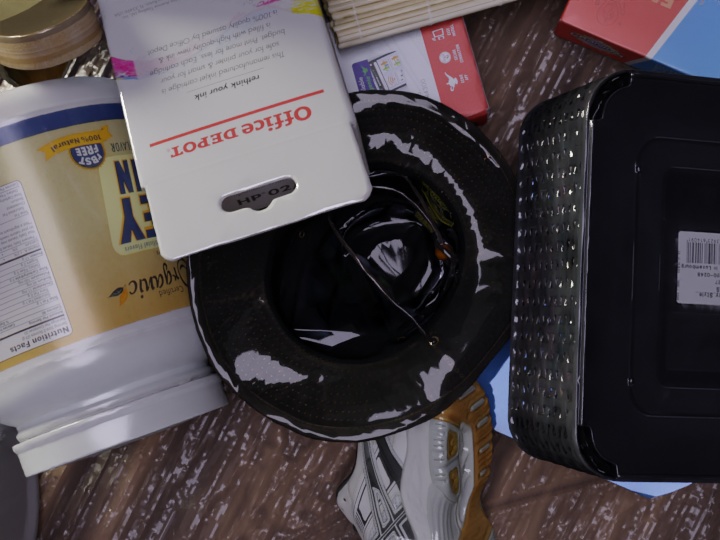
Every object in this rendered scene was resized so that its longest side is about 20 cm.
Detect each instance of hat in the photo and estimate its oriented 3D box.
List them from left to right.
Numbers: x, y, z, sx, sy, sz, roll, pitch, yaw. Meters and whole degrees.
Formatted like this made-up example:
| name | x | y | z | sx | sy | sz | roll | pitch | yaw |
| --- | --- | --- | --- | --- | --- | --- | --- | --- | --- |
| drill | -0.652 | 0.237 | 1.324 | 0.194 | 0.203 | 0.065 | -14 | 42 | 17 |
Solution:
| name | x | y | z | sx | sy | sz | roll | pitch | yaw |
| --- | --- | --- | --- | --- | --- | --- | --- | --- | --- |
| hat | 0.000 | 0.000 | 0.736 | 0.200 | 0.081 | 0.201 | 0 | 81 | -2 |

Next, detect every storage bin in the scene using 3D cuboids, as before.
| name | x | y | z | sx | sy | sz | roll | pitch | yaw |
| --- | --- | --- | --- | --- | --- | --- | --- | --- | --- |
| storage bin | 0.159 | 0.005 | 0.669 | 0.135 | 0.094 | 0.200 | 3 | 88 | -14 |

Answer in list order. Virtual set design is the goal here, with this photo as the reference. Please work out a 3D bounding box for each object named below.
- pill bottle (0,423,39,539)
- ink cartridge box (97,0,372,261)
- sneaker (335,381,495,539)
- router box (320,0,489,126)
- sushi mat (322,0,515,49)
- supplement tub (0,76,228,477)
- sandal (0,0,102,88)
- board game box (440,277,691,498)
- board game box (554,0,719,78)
| name | x | y | z | sx | sy | sz | roll | pitch | yaw |
| --- | --- | --- | --- | --- | --- | --- | --- | --- | --- |
| pill bottle | -0.303 | 0.141 | 0.758 | 0.200 | 0.116 | 0.116 | -2 | 88 | 4 |
| ink cartridge box | -0.067 | -0.097 | 0.689 | 0.115 | 0.068 | 0.200 | -17 | 68 | 2 |
| sneaker | 0.030 | 0.153 | 0.761 | 0.088 | 0.076 | 0.200 | 6 | 98 | 34 |
| router box | -0.034 | -0.161 | 0.778 | 0.179 | 0.049 | 0.200 | -17 | 87 | 4 |
| sushi mat | 0.069 | -0.199 | 0.741 | 0.200 | 0.012 | 0.096 | -16 | 88 | 0 |
| supplement tub | -0.165 | 0.004 | 0.736 | 0.144 | 0.144 | 0.200 | -20 | 87 | 4 |
| sandal | -0.198 | -0.129 | 0.746 | 0.078 | 0.212 | 0.070 | -30 | 122 | -18 |
| board game box | 0.147 | 0.037 | 0.763 | 0.200 | 0.039 | 0.158 | 22 | 92 | 12 |
| board game box | 0.226 | -0.206 | 0.761 | 0.153 | 0.040 | 0.200 | 24 | 90 | 5 |
